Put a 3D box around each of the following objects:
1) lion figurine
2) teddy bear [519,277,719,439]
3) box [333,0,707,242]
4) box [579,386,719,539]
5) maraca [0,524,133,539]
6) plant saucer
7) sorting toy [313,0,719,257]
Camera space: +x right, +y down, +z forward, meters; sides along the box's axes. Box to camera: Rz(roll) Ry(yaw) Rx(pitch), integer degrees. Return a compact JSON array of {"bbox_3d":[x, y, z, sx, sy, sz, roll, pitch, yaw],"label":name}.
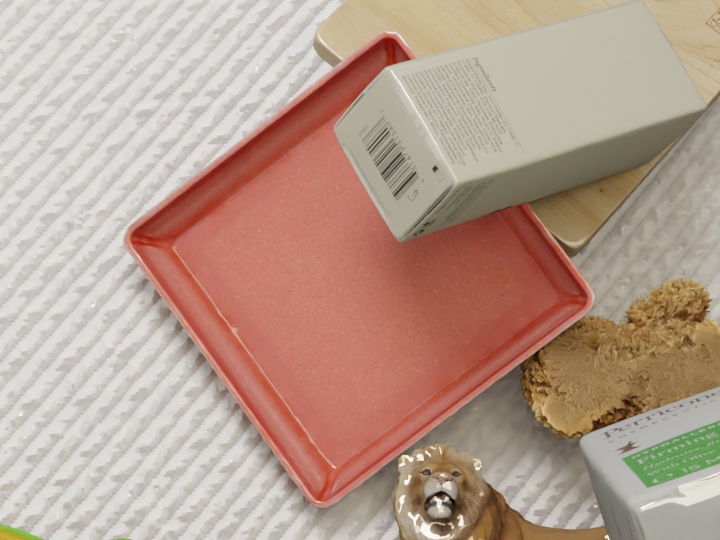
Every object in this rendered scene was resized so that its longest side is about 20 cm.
[{"bbox_3d":[0.111,0.168,1.619,0.200,0.072,0.123,11,59,-19],"label":"lion figurine"},{"bbox_3d":[0.184,0.070,1.669,0.200,0.067,0.145,-13,78,-20],"label":"teddy bear"},{"bbox_3d":[0.090,-0.085,1.593,0.200,0.068,0.082,-16,70,-38],"label":"box"},{"bbox_3d":[0.244,0.160,1.494,0.199,0.171,0.200,-19,98,-2],"label":"box"},{"bbox_3d":[-0.193,0.198,1.535,0.200,0.107,0.137,1,67,-8],"label":"maraca"},{"bbox_3d":[0.000,0.000,1.641,0.200,0.037,0.200,-37,81,5],"label":"plant saucer"},{"bbox_3d":[0.106,-0.130,1.724,0.200,0.070,0.199,40,69,8],"label":"sorting toy"}]
